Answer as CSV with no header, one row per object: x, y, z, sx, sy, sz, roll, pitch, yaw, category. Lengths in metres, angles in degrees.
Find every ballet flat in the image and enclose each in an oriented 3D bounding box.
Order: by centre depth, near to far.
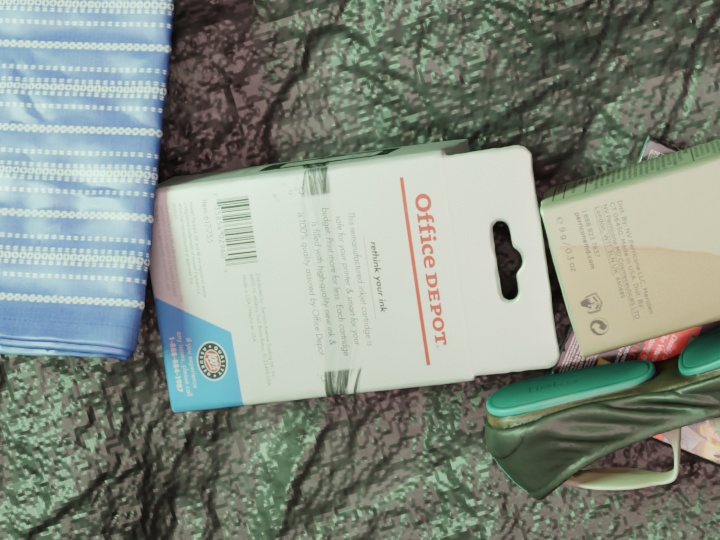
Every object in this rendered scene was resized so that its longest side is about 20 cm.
0.161,0.066,1.270,0.200,0.068,0.068,-18,105,19,ballet flat

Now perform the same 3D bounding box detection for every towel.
-0.170,-0.056,1.274,0.145,0.024,0.200,3,82,13,towel

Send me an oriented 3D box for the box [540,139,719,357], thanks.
0.193,-0.026,1.236,0.200,0.095,0.078,-15,95,10,box

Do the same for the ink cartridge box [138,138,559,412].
0.000,0.000,1.282,0.200,0.068,0.116,-6,97,14,ink cartridge box

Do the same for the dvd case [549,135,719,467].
0.211,0.035,1.299,0.200,0.022,0.146,22,99,4,dvd case

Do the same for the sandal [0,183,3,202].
-0.201,-0.044,1.315,0.200,0.054,0.080,33,99,1,sandal
